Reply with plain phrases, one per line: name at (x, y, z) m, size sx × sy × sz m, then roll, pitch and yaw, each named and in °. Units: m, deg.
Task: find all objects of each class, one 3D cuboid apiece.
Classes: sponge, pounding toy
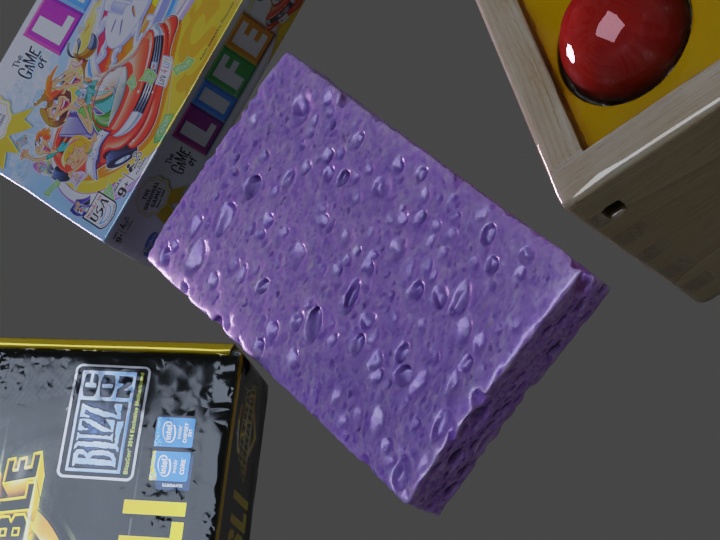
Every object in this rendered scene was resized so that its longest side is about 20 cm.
sponge at (0.000, 0.000, 0.833) m, size 0.112 × 0.030 × 0.200 m, roll -55°, pitch 48°, yaw 5°
pounding toy at (0.105, -0.121, 0.728) m, size 0.184 × 0.142 × 0.201 m, roll -34°, pitch 53°, yaw 21°

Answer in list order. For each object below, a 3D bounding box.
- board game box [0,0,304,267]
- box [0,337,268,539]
board game box at (-0.096, -0.117, 0.960) m, size 0.134 × 0.034 × 0.201 m, roll 29°, pitch 90°, yaw 43°
box at (-0.129, 0.129, 0.828) m, size 0.159 × 0.049 × 0.201 m, roll 2°, pitch 69°, yaw 14°
